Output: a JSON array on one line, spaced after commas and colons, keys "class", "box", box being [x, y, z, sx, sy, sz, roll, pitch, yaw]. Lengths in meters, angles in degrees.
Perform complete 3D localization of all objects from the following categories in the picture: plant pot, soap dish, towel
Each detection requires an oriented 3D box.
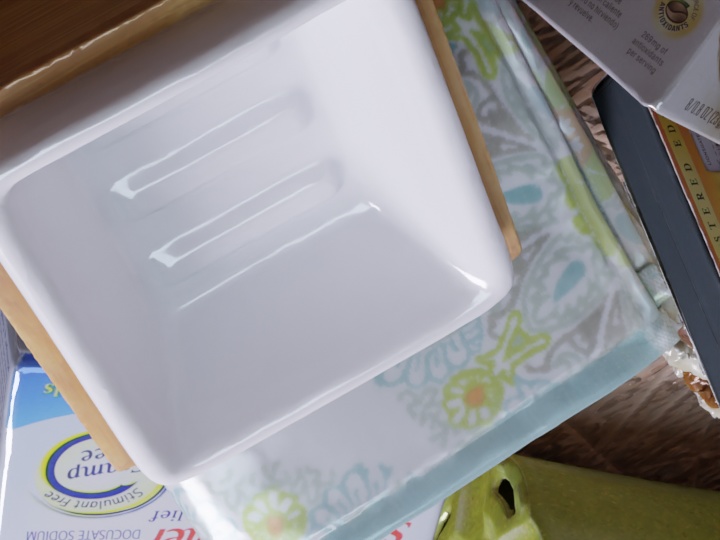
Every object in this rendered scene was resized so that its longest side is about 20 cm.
[{"class": "plant pot", "box": [0.124, 0.173, 1.279, 0.183, 0.201, 0.201, 19, 139, -19]}, {"class": "soap dish", "box": [-0.044, -0.032, 0.849, 0.157, 0.081, 0.200, -29, 146, -3]}, {"class": "towel", "box": [0.000, 0.000, 0.973, 0.199, 0.048, 0.172, -32, 106, -2]}]

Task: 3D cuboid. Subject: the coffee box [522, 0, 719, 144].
[{"class": "coffee box", "box": [0.153, -0.132, 0.816, 0.114, 0.080, 0.201, 20, 109, -44]}]

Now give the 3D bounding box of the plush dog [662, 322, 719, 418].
[{"class": "plush dog", "box": [0.186, 0.014, 1.108, 0.199, 0.161, 0.172, 30, 152, -17]}]

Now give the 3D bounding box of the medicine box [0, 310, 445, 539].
[{"class": "medicine box", "box": [-0.062, 0.065, 1.097, 0.181, 0.103, 0.201, -1, 135, -14]}]

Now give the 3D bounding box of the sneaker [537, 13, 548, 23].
[{"class": "sneaker", "box": [0.071, -0.122, 0.887, 0.077, 0.085, 0.200, -13, 147, 7]}]

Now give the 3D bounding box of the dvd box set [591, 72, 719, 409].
[{"class": "dvd box set", "box": [0.192, -0.016, 0.983, 0.199, 0.147, 0.029, -7, 154, -31]}]
